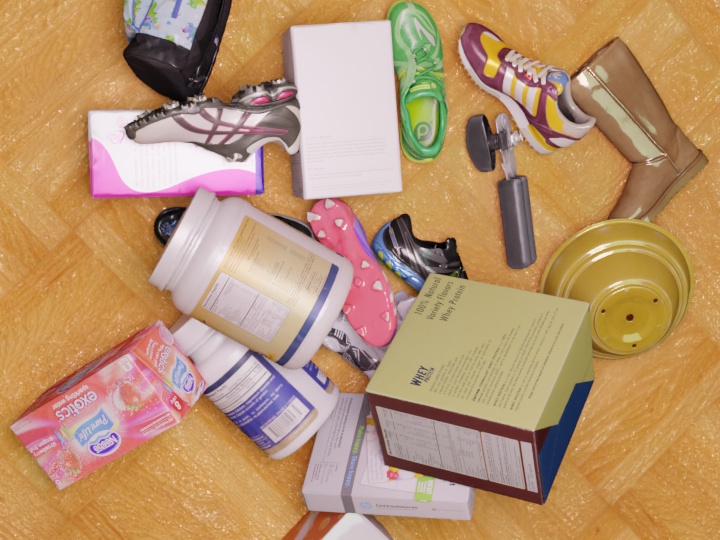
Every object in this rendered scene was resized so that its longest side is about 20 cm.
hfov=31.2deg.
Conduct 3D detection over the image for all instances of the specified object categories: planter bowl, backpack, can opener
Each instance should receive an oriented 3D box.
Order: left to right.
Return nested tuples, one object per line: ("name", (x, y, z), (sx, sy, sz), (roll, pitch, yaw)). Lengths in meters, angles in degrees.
("backpack", (-0.207, -0.313, 1.482), (0.153, 0.163, 0.201), (27, 83, 3))
("can opener", (0.183, -0.101, 1.630), (0.066, 0.053, 0.201), (-10, 96, 25))
("planter bowl", (0.329, 0.042, 1.612), (0.199, 0.084, 0.201), (-1, 115, -2))

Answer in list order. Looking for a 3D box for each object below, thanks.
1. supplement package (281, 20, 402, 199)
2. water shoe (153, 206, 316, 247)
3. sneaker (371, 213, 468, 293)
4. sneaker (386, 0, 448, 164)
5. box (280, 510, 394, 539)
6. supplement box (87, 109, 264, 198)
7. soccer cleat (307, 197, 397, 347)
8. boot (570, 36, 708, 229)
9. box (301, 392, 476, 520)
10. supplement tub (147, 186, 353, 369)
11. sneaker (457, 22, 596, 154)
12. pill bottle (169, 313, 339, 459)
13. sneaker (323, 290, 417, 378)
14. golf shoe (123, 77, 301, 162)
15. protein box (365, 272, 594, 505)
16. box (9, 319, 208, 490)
("supplement package", (-0.024, -0.190, 1.540), (0.121, 0.120, 0.201), (-5, 96, -9))
("water shoe", (-0.149, -0.035, 1.552), (0.199, 0.079, 0.072), (4, 95, -11))
("sneaker", (0.107, 0.004, 1.607), (0.199, 0.071, 0.083), (39, 90, -10))
("sneaker", (0.077, -0.231, 1.574), (0.074, 0.084, 0.201), (-10, 96, -9))
("box", (-0.055, 0.377, 1.584), (0.097, 0.124, 0.200), (45, 86, -11))
("supplement box", (-0.219, -0.138, 1.518), (0.199, 0.103, 0.102), (-1, 95, -12))
("soccer cleat", (0.000, 0.000, 1.549), (0.067, 0.076, 0.201), (-33, 70, 20))
("boot", (0.325, -0.165, 1.640), (0.175, 0.066, 0.200), (-44, 101, -13))
("box", (0.043, 0.220, 1.543), (0.199, 0.156, 0.041), (2, 135, 14))
("supplement tub", (-0.123, 0.007, 1.448), (0.199, 0.144, 0.145), (29, 89, -9))
("sneaker", (0.207, -0.237, 1.585), (0.200, 0.090, 0.075), (45, 49, -17))
("pill bottle", (-0.133, 0.119, 1.549), (0.120, 0.120, 0.200), (-45, 101, -4))
("sneaker", (0.008, 0.061, 1.595), (0.200, 0.075, 0.115), (37, 86, -16))
("golf shoe", (-0.161, -0.157, 1.441), (0.199, 0.077, 0.089), (-12, 103, -9))
("protein box", (0.142, 0.132, 1.481), (0.199, 0.199, 0.135), (11, 137, 24))
("box", (-0.290, 0.157, 1.493), (0.200, 0.095, 0.103), (-30, 102, 25))
